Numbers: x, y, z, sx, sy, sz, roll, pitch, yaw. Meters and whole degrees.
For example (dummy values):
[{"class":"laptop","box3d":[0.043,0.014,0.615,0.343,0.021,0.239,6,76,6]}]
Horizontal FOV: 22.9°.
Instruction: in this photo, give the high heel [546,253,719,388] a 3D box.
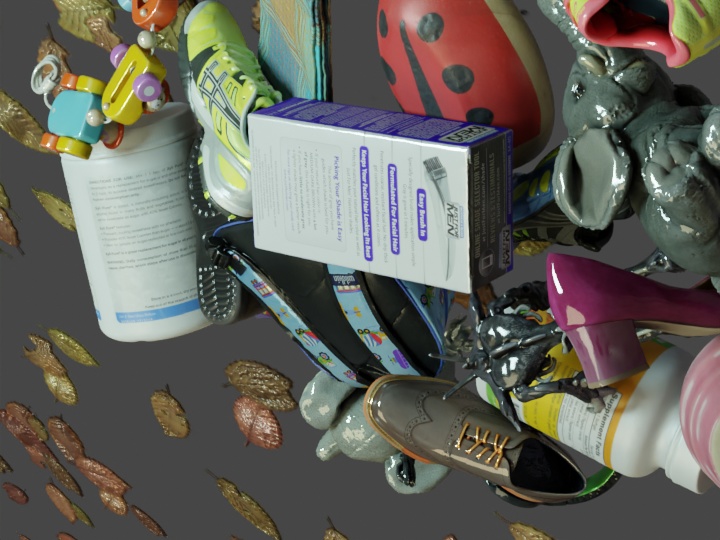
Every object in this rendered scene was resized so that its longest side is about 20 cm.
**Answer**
[{"class":"high heel","box3d":[0.216,0.005,1.232,0.067,0.200,0.096,-17,94,53]}]

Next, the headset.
[{"class":"headset","box3d":[0.133,0.157,1.548,0.200,0.094,0.124,-1,119,11]}]

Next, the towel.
[{"class":"towel","box3d":[-0.054,-0.188,1.393,0.200,0.022,0.147,90,159,-53]}]

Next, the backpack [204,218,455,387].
[{"class":"backpack","box3d":[0.000,0.000,1.509,0.182,0.135,0.200,-12,122,44]}]

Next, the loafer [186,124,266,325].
[{"class":"loafer","box3d":[-0.109,-0.049,1.595,0.073,0.071,0.200,-3,83,42]}]

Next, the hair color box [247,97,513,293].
[{"class":"hair color box","box3d":[0.014,-0.059,1.308,0.200,0.065,0.109,13,115,36]}]

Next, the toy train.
[{"class":"toy train","box3d":[-0.204,-0.178,1.532,0.056,0.150,0.200,20,137,-39]}]

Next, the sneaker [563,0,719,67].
[{"class":"sneaker","box3d":[0.151,-0.190,1.133,0.200,0.090,0.078,27,149,29]}]

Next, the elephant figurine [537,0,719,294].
[{"class":"elephant figurine","box3d":[0.192,-0.091,1.201,0.200,0.155,0.141,31,-175,41]}]

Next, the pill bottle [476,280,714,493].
[{"class":"pill bottle","box3d":[0.203,0.097,1.426,0.200,0.111,0.111,27,147,26]}]

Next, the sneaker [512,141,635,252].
[{"class":"sneaker","box3d":[0.146,-0.040,1.353,0.083,0.071,0.200,38,157,-10]}]

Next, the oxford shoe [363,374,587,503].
[{"class":"oxford shoe","box3d":[0.098,0.136,1.461,0.200,0.071,0.073,22,173,-18]}]

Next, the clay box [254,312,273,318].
[{"class":"clay box","box3d":[-0.059,-0.011,1.674,0.200,0.048,0.115,-2,128,53]}]

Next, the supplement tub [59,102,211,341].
[{"class":"supplement tub","box3d":[-0.199,-0.045,1.656,0.132,0.132,0.200,7,113,47]}]

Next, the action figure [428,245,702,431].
[{"class":"action figure","box3d":[0.158,0.051,1.342,0.200,0.119,0.102,-22,161,20]}]

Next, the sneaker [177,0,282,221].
[{"class":"sneaker","box3d":[-0.096,-0.141,1.465,0.076,0.075,0.200,-35,60,38]}]

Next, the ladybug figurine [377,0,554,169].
[{"class":"ladybug figurine","box3d":[0.069,-0.148,1.308,0.136,0.072,0.200,11,137,45]}]

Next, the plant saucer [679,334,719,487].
[{"class":"plant saucer","box3d":[0.328,0.117,1.276,0.200,0.051,0.201,8,129,10]}]

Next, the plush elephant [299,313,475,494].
[{"class":"plush elephant","box3d":[0.018,0.124,1.643,0.165,0.155,0.200,46,151,-6]}]
